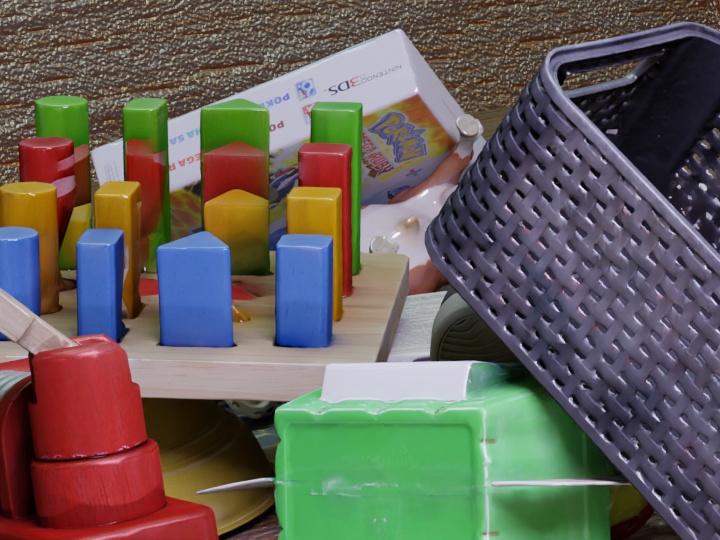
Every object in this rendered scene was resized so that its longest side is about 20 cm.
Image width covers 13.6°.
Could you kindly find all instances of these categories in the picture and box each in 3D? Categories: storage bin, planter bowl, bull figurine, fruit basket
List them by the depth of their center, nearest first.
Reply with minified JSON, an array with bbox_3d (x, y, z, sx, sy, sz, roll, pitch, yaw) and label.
[{"bbox_3d":[0.139,0.012,1.124,0.135,0.200,0.094,-15,-32,-51],"label":"storage bin"},{"bbox_3d":[0.065,0.073,1.203,0.184,0.094,0.199,-2,5,40],"label":"fruit basket"},{"bbox_3d":[-0.138,0.073,1.400,0.199,0.084,0.200,-6,13,1],"label":"planter bowl"},{"bbox_3d":[0.000,0.000,1.582,0.200,0.065,0.122,-36,-14,-36],"label":"bull figurine"}]

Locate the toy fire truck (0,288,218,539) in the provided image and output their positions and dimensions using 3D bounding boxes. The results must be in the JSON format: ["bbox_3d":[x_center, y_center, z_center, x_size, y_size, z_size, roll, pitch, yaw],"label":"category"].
[{"bbox_3d":[-0.133,0.057,1.086,0.128,0.201,0.176,-10,7,-27],"label":"toy fire truck"}]

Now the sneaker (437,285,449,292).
[{"bbox_3d":[0.063,0.030,1.726,0.088,0.076,0.200,11,9,0],"label":"sneaker"}]

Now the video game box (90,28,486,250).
[{"bbox_3d":[-0.027,-0.047,1.658,0.181,0.047,0.200,-23,-23,10],"label":"video game box"}]

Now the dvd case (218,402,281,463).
[{"bbox_3d":[-0.069,0.087,1.576,0.199,0.016,0.148,-13,9,-38],"label":"dvd case"}]

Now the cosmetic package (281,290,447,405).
[{"bbox_3d":[0.039,0.058,1.443,0.103,0.074,0.200,-6,6,17],"label":"cosmetic package"}]

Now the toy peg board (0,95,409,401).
[{"bbox_3d":[-0.084,-0.016,1.361,0.199,0.099,0.199,1,14,6],"label":"toy peg board"}]

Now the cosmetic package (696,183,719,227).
[{"bbox_3d":[0.211,0.014,1.442,0.081,0.114,0.200,-4,2,-25],"label":"cosmetic package"}]

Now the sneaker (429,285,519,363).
[{"bbox_3d":[0.086,0.011,1.296,0.074,0.107,0.200,-1,-20,23],"label":"sneaker"}]

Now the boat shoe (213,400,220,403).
[{"bbox_3d":[-0.129,0.063,1.665,0.199,0.076,0.060,-20,-36,-4],"label":"boat shoe"}]
